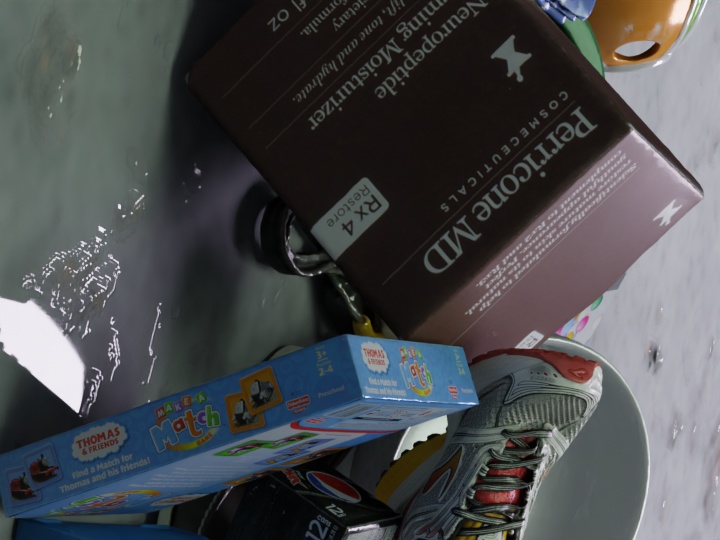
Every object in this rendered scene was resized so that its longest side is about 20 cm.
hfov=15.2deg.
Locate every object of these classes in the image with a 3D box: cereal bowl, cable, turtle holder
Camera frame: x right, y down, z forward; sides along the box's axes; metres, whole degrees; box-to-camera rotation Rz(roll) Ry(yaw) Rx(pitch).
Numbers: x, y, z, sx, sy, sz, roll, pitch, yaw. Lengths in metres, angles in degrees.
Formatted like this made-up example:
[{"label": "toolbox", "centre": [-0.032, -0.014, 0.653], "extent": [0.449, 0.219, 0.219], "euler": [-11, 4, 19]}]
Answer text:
[{"label": "cereal bowl", "centre": [0.072, 0.126, 1.613], "extent": [0.199, 0.083, 0.201], "euler": [-8, 106, -32]}, {"label": "cable", "centre": [0.000, 0.000, 1.622], "extent": [0.097, 0.050, 0.200], "euler": [-67, 154, -22]}, {"label": "turtle holder", "centre": [0.167, -0.217, 1.850], "extent": [0.141, 0.185, 0.132], "euler": [-21, 122, -27]}]

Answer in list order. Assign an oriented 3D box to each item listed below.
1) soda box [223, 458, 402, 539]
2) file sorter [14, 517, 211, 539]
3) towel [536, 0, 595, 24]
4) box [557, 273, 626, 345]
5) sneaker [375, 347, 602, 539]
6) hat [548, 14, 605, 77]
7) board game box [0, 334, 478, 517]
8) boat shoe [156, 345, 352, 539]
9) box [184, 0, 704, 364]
[{"label": "soda box", "centre": [-0.054, 0.205, 1.474], "extent": [0.063, 0.071, 0.201], "euler": [0, 118, -58]}, {"label": "file sorter", "centre": [-0.067, 0.208, 1.355], "extent": [0.139, 0.199, 0.123], "euler": [12, 90, -61]}, {"label": "towel", "centre": [0.107, -0.245, 1.533], "extent": [0.200, 0.024, 0.145], "euler": [39, 72, -51]}, {"label": "box", "centre": [0.097, 0.039, 1.707], "extent": [0.156, 0.041, 0.200], "euler": [-7, 130, -58]}, {"label": "sneaker", "centre": [0.074, 0.112, 1.445], "extent": [0.200, 0.078, 0.082], "euler": [122, -29, -45]}, {"label": "hat", "centre": [0.051, -0.116, 1.743], "extent": [0.199, 0.176, 0.166], "euler": [10, 91, -29]}, {"label": "board game box", "centre": [-0.060, 0.080, 1.342], "extent": [0.151, 0.199, 0.037], "euler": [9, 62, -67]}, {"label": "boat shoe", "centre": [-0.052, 0.112, 1.534], "extent": [0.202, 0.060, 0.072], "euler": [-51, 144, -49]}, {"label": "box", "centre": [0.047, -0.072, 1.449], "extent": [0.166, 0.200, 0.164], "euler": [-43, 158, 7]}]
